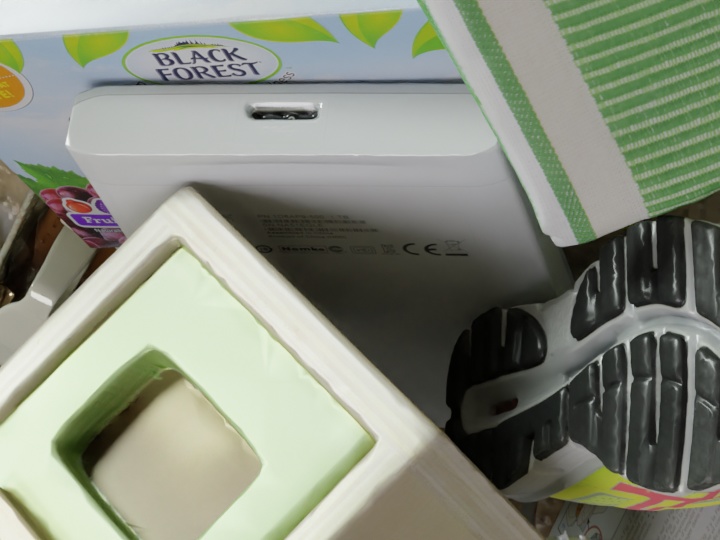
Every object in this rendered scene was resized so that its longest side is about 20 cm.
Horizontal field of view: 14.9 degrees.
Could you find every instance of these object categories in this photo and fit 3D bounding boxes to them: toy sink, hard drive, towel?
[{"bbox_3d":[-0.065,0.099,0.803,0.130,0.200,0.112,44,178,37],"label":"toy sink"},{"bbox_3d":[0.000,0.000,0.880,0.132,0.027,0.200,1,154,15],"label":"hard drive"},{"bbox_3d":[0.109,-0.107,0.735,0.200,0.023,0.153,-30,115,1],"label":"towel"}]

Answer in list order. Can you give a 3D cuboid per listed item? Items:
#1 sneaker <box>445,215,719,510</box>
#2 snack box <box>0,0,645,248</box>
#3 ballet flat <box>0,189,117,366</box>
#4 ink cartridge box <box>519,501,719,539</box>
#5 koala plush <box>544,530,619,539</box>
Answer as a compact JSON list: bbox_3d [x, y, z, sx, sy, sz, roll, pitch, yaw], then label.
[{"bbox_3d":[0.104,0.033,0.812,0.090,0.078,0.200,9,171,-24],"label":"sneaker"},{"bbox_3d":[-0.024,-0.061,0.851,0.199,0.053,0.142,-3,152,23],"label":"snack box"},{"bbox_3d":[-0.094,-0.016,1.003,0.067,0.062,0.200,32,133,1],"label":"ballet flat"},{"bbox_3d":[0.102,0.129,0.919,0.050,0.200,0.163,16,113,-19],"label":"ink cartridge box"},{"bbox_3d":[-0.001,0.153,0.903,0.184,0.178,0.200,46,141,-20],"label":"koala plush"}]
